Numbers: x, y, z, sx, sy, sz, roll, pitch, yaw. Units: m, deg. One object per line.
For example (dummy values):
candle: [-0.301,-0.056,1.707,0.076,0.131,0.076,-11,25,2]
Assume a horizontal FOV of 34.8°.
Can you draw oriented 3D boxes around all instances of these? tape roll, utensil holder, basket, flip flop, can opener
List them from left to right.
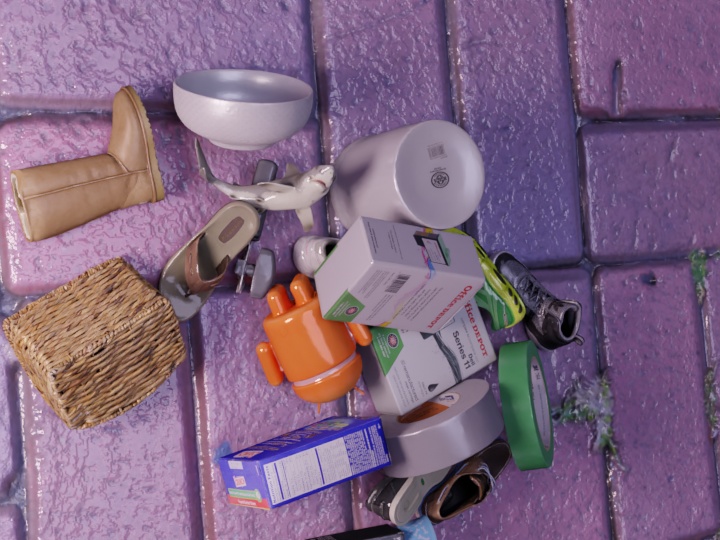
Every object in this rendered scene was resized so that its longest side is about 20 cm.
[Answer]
basket: [-0.357,0.103,1.569,0.199,0.148,0.144,-34,135,-24]
flip flop: [-0.215,-0.012,1.623,0.081,0.058,0.200,40,99,-19]
can opener: [-0.143,-0.059,1.687,0.066,0.053,0.203,14,80,-6]
utensil holder: [0.071,-0.131,1.724,0.168,0.199,0.173,1,88,-27]
tape roll: [0.113,0.235,1.726,0.199,0.200,0.067,-26,99,-26]
tape roll: [0.264,0.213,1.819,0.048,0.200,0.203,-9,92,16]

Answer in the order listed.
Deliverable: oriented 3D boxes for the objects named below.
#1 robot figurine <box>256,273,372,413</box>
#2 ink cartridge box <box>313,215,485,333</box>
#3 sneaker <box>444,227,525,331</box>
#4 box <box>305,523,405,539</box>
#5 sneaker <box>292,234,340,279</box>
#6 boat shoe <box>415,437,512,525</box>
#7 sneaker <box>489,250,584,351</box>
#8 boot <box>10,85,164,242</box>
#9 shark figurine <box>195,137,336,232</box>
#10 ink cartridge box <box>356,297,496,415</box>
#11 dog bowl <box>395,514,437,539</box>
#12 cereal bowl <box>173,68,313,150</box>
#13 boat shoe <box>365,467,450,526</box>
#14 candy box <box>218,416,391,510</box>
robot figurine: [-0.071,0.109,1.688,0.143,0.116,0.202,-31,100,-31]
ink cartridge box: [0.056,0.010,1.642,0.198,0.145,0.085,9,51,-31]
sneaker: [0.179,0.014,1.838,0.083,0.074,0.201,-39,88,18]
box: [0.001,0.496,1.718,0.139,0.079,0.203,-5,90,-18]
sneaker: [0.000,0.000,1.736,0.198,0.099,0.079,16,80,-26]
boat shoe: [0.178,0.339,1.825,0.199,0.072,0.073,-39,103,-25]
sneaker: [0.294,0.046,1.878,0.075,0.113,0.201,-43,106,-22]
boot: [-0.379,-0.148,1.569,0.198,0.066,0.177,-17,95,-26]
shark figurine: [-0.131,-0.129,1.649,0.211,0.129,0.090,5,53,9]
ink cartridge box: [0.097,0.116,1.790,0.199,0.083,0.148,-27,100,-26]
dog bowl: [0.088,0.479,1.757,0.049,0.111,0.203,-5,90,-13]
cereal bowl: [-0.166,-0.222,1.620,0.198,0.200,0.084,-6,114,-27]
boat shoe: [0.083,0.310,1.781,0.200,0.067,0.073,-42,127,-39]
candy box: [-0.082,0.272,1.642,0.198,0.169,0.078,-15,90,-26]
